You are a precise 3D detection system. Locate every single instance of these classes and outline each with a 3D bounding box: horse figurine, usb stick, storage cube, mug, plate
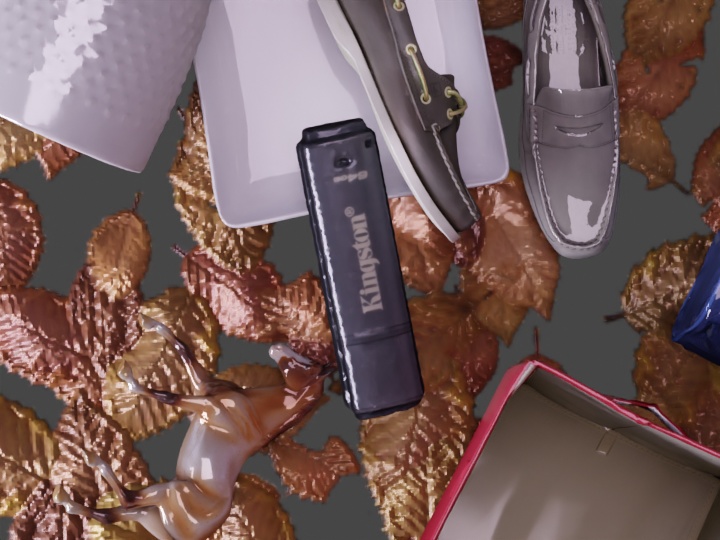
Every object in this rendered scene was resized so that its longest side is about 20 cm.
[{"bbox_3d":[-0.118,0.124,1.523,0.133,0.050,0.200,28,78,-15],"label":"horse figurine"},{"bbox_3d":[0.000,0.000,1.526,0.055,0.033,0.200,-11,99,-1],"label":"usb stick"},{"bbox_3d":[0.134,0.172,1.461,0.171,0.180,0.200,27,87,2],"label":"storage cube"},{"bbox_3d":[-0.196,-0.184,1.494,0.200,0.148,0.175,25,93,7],"label":"mug"},{"bbox_3d":[-0.013,-0.140,1.556,0.200,0.032,0.200,-10,87,-1],"label":"plate"}]

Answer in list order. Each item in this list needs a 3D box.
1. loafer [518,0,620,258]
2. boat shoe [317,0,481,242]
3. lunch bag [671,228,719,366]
[{"bbox_3d":[0.139,-0.109,1.535,0.070,0.070,0.200,-7,86,-1],"label":"loafer"},{"bbox_3d":[0.034,-0.117,1.504,0.060,0.072,0.202,-26,83,3],"label":"boat shoe"},{"bbox_3d":[0.306,-0.013,1.497,0.132,0.136,0.200,26,85,1],"label":"lunch bag"}]
